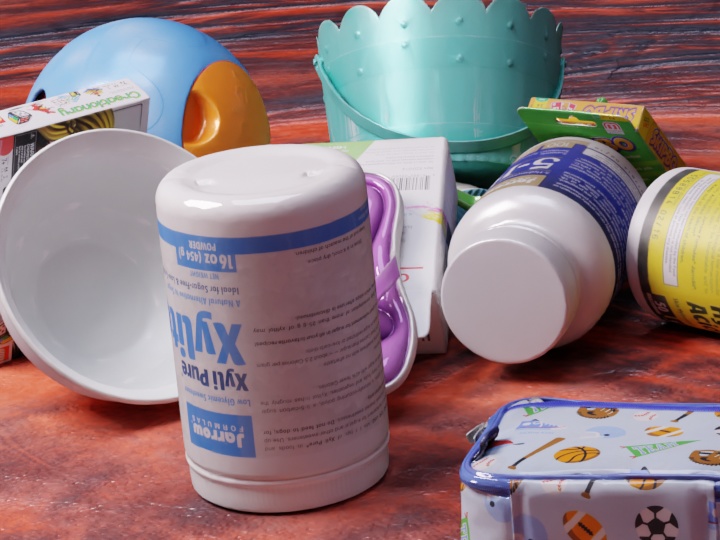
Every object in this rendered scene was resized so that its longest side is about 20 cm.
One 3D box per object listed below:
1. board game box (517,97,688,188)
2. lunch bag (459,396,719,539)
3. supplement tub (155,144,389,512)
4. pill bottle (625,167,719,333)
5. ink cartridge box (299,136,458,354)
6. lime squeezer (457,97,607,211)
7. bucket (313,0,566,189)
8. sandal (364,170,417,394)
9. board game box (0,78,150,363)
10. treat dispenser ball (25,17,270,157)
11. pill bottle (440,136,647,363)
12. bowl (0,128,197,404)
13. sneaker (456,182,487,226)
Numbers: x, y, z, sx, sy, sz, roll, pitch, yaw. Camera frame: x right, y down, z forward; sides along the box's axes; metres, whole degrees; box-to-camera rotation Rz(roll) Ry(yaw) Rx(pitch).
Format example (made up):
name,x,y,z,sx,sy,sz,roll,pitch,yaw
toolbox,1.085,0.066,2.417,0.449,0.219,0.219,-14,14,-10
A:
name,x,y,z,sx,sy,sz,roll,pitch,yaw
board game box,0.198,-0.077,1.798,0.095,0.030,0.200,7,-20,33
lunch bag,0.154,0.119,1.355,0.200,0.076,0.160,2,18,19
supplement tub,-0.052,0.033,1.466,0.132,0.200,0.132,-5,18,2
pill bottle,0.289,-0.004,1.622,0.200,0.112,0.111,12,25,44
ink cartridge box,0.005,-0.002,1.700,0.117,0.067,0.200,-2,45,9
lime squeezer,0.112,-0.072,1.823,0.200,0.071,0.038,-19,-13,-23
bucket,0.066,-0.131,1.920,0.207,0.135,0.207,-2,-12,0
sandal,-0.007,0.001,1.615,0.082,0.050,0.203,-8,46,4
board game box,-0.220,-0.033,1.718,0.126,0.200,0.035,-19,43,-34
treat dispenser ball,-0.171,-0.100,1.899,0.200,0.201,0.201,-5,18,2
pill bottle,0.128,-0.012,1.677,0.119,0.120,0.200,1,19,19
bowl,-0.173,0.010,1.655,0.201,0.201,0.090,-18,-11,-33
sneaker,0.008,-0.027,1.849,0.200,0.077,0.081,-5,8,-16
